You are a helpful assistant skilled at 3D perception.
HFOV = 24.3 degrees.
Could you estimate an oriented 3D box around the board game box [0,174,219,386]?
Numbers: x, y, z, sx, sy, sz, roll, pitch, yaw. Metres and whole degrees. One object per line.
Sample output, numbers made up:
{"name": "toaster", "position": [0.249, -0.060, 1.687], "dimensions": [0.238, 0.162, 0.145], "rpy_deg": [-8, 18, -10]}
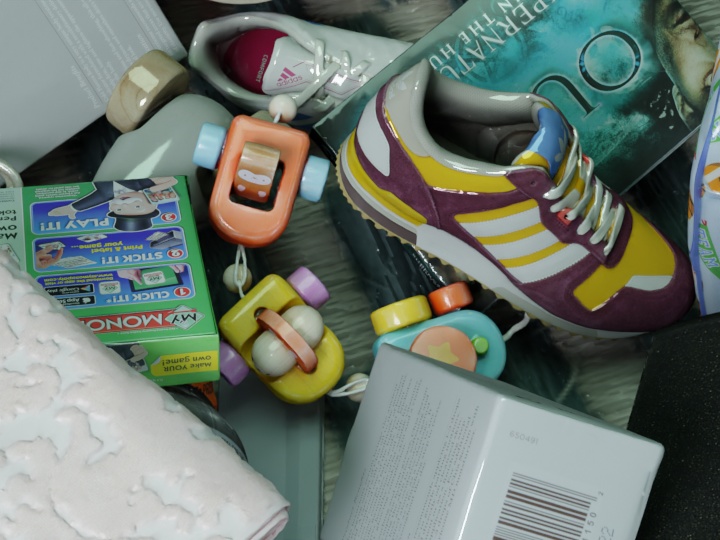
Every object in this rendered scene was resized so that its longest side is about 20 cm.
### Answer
{"name": "board game box", "position": [-0.172, 0.009, 0.774], "dimensions": [0.200, 0.029, 0.135], "rpy_deg": [-5, 37, -10]}

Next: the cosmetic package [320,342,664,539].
{"name": "cosmetic package", "position": [0.046, 0.096, 0.705], "dimensions": [0.071, 0.200, 0.102], "rpy_deg": [18, 90, -13]}

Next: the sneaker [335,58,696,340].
{"name": "sneaker", "position": [0.090, -0.032, 0.816], "dimensions": [0.200, 0.090, 0.075], "rpy_deg": [22, 54, -14]}

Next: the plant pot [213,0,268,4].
{"name": "plant pot", "position": [-0.080, -0.245, 0.959], "dimensions": [0.200, 0.200, 0.179], "rpy_deg": [-15, 33, -7]}

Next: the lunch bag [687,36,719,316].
{"name": "lunch bag", "position": [0.211, -0.062, 0.828], "dimensions": [0.075, 0.200, 0.160], "rpy_deg": [9, 54, 16]}

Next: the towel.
{"name": "towel", "position": [-0.161, 0.094, 0.661], "dimensions": [0.200, 0.032, 0.191], "rpy_deg": [39, 62, 15]}

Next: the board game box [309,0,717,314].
{"name": "board game box", "position": [0.091, -0.085, 0.899], "dimensions": [0.200, 0.028, 0.135], "rpy_deg": [-40, 88, -8]}

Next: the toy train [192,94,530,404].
{"name": "toy train", "position": [0.000, 0.000, 0.836], "dimensions": [0.200, 0.056, 0.150], "rpy_deg": [21, 81, -3]}

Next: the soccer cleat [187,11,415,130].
{"name": "soccer cleat", "position": [-0.005, -0.100, 0.937], "dimensions": [0.200, 0.086, 0.070], "rpy_deg": [14, 94, 20]}

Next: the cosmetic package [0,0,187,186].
{"name": "cosmetic package", "position": [-0.210, -0.112, 0.927], "dimensions": [0.200, 0.107, 0.090], "rpy_deg": [-34, 28, -10]}

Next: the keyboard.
{"name": "keyboard", "position": [-0.047, 0.114, 0.835], "dimensions": [0.056, 0.011, 0.200], "rpy_deg": [-5, 52, 7]}

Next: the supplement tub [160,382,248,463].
{"name": "supplement tub", "position": [-0.105, 0.138, 0.748], "dimensions": [0.122, 0.123, 0.200], "rpy_deg": [-7, 52, -1]}

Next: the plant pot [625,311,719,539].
{"name": "plant pot", "position": [0.202, 0.122, 0.703], "dimensions": [0.177, 0.200, 0.200], "rpy_deg": [6, 53, 22]}

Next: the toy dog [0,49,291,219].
{"name": "toy dog", "position": [-0.127, -0.025, 0.903], "dimensions": [0.200, 0.096, 0.132], "rpy_deg": [-31, 72, -13]}
